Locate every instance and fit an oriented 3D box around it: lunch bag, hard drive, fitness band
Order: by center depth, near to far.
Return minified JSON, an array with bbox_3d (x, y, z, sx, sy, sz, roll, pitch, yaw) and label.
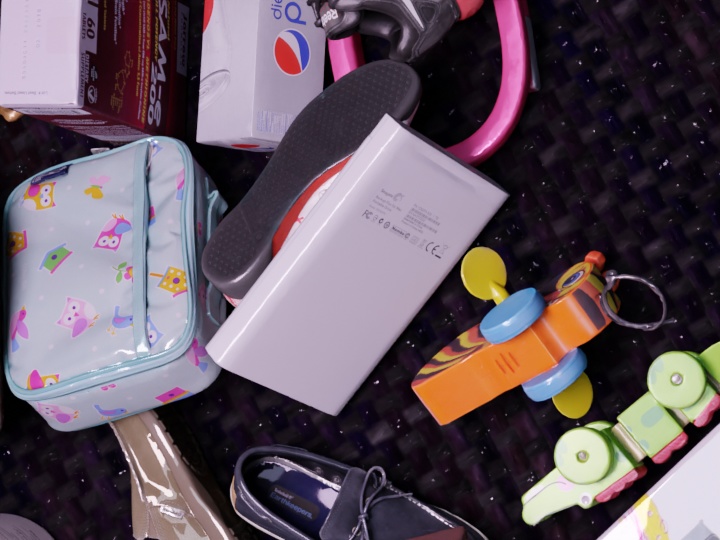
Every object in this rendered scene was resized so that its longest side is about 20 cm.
[{"bbox_3d":[0.000,0.000,1.361,0.200,0.132,0.026,-52,48,10],"label":"hard drive"},{"bbox_3d":[-0.170,0.002,1.406,0.160,0.077,0.200,-17,56,18],"label":"lunch bag"},{"bbox_3d":[0.048,-0.164,1.408,0.143,0.037,0.200,-12,82,16],"label":"fitness band"}]

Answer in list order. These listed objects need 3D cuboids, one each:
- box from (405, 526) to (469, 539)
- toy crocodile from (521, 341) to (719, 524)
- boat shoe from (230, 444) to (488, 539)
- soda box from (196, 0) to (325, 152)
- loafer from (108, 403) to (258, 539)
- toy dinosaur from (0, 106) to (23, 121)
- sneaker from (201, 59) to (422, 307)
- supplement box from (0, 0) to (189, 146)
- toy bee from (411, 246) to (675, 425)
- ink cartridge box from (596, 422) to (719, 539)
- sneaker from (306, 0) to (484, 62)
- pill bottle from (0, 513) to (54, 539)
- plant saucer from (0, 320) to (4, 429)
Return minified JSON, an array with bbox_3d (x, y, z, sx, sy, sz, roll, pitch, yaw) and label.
[{"bbox_3d":[0.014,0.303,1.291,0.164,0.166,0.200,-16,105,15],"label":"box"},{"bbox_3d":[0.190,0.107,1.332,0.200,0.068,0.062,-40,77,10],"label":"toy crocodile"},{"bbox_3d":[-0.003,0.173,1.380,0.200,0.062,0.075,21,67,17],"label":"boat shoe"},{"bbox_3d":[-0.068,-0.186,1.417,0.068,0.063,0.200,1,87,50],"label":"soda box"},{"bbox_3d":[-0.138,0.160,1.421,0.067,0.076,0.200,-35,77,5],"label":"loafer"},{"bbox_3d":[-0.291,-0.121,1.491,0.106,0.060,0.200,-23,56,15],"label":"toy dinosaur"},{"bbox_3d":[-0.017,-0.047,1.389,0.201,0.108,0.067,-50,53,-4],"label":"sneaker"},{"bbox_3d":[-0.181,-0.152,1.388,0.061,0.200,0.109,1,87,15],"label":"supplement box"},{"bbox_3d":[0.134,0.039,1.349,0.200,0.109,0.131,-5,116,28],"label":"toy bee"},{"bbox_3d":[0.225,0.207,1.275,0.200,0.147,0.146,-45,75,8],"label":"ink cartridge box"},{"bbox_3d":[-0.016,-0.213,1.344,0.200,0.071,0.098,36,77,-4],"label":"sneaker"},{"bbox_3d":[-0.292,0.231,1.396,0.114,0.200,0.115,-1,86,16],"label":"pill bottle"},{"bbox_3d":[-0.272,0.034,1.420,0.034,0.200,0.201,-1,86,-10],"label":"plant saucer"}]
